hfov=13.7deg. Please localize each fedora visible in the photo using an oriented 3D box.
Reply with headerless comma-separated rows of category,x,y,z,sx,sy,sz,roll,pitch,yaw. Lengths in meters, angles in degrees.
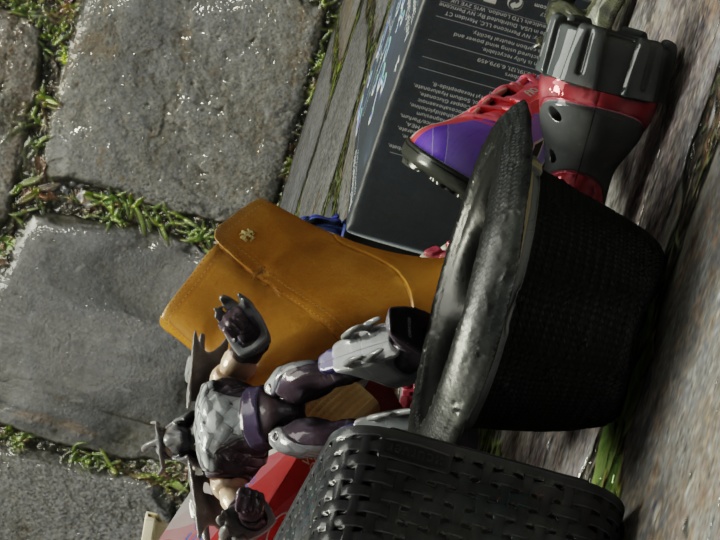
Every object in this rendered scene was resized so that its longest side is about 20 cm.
fedora,0.085,0.019,1.382,0.201,0.091,0.202,-164,90,-87

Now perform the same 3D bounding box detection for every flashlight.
flashlight,0.102,-0.024,1.487,0.068,0.067,0.201,23,102,50

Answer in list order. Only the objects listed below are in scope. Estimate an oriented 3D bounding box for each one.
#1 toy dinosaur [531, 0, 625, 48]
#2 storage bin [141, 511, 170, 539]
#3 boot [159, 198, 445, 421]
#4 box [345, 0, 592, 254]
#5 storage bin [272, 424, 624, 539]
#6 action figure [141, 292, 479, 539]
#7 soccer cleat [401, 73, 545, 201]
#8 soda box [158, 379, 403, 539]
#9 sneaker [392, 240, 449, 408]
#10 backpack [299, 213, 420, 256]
toy dinosaur,0.121,-0.136,1.679,0.088,0.047,0.201,-112,36,-56
storage bin,-0.105,0.297,2.126,0.200,0.093,0.200,68,-150,-70
boot,0.000,0.001,1.643,0.201,0.144,0.071,-40,-23,-23
box,0.070,-0.128,1.829,0.149,0.106,0.201,-85,11,-57
storage bin,0.027,0.159,1.351,0.200,0.134,0.094,116,168,-61
action figure,-0.038,0.072,1.534,0.199,0.069,0.131,-15,79,36
soccer cleat,0.079,-0.073,1.558,0.073,0.068,0.200,-59,-16,14
soda box,-0.050,0.133,1.633,0.070,0.064,0.200,-6,37,38
sneaker,0.033,0.073,1.759,0.201,0.080,0.075,-60,-27,-8
backpack,-0.006,0.049,1.968,0.200,0.134,0.184,-111,38,-85
